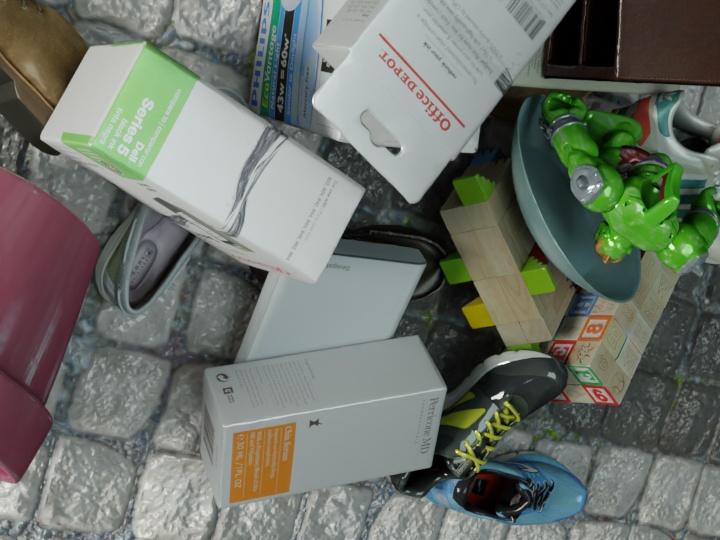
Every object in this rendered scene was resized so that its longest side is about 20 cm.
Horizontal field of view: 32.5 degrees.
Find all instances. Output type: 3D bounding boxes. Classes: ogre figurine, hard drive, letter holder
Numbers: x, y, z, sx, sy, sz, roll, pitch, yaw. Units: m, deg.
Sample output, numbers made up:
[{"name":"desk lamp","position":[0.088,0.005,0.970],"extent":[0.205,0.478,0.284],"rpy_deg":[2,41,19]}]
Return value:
[{"name":"ogre figurine","position":[0.237,-0.069,1.066],"extent":[0.097,0.121,0.201],"rpy_deg":[-26,118,27]},{"name":"hard drive","position":[-0.037,0.062,1.072],"extent":[0.130,0.027,0.202],"rpy_deg":[6,124,-28]},{"name":"letter holder","position":[0.268,-0.231,1.052],"extent":[0.197,0.100,0.145],"rpy_deg":[-2,100,-28]}]

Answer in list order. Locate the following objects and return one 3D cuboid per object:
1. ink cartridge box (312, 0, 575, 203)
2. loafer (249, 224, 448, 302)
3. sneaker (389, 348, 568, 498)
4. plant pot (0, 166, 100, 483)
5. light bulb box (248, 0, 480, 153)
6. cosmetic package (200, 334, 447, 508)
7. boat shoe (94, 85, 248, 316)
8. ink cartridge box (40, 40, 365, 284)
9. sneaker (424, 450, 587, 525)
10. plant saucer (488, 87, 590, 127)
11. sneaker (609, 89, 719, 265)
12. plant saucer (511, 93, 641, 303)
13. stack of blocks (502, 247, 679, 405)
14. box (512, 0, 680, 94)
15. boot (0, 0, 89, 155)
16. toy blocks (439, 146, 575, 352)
[{"name":"ink cartridge box","position":[0.049,-0.161,0.860],"extent":[0.116,0.068,0.201],"rpy_deg":[42,82,-28]},{"name":"loafer","position":[0.000,0.000,1.098],"extent":[0.197,0.071,0.074],"rpy_deg":[1,101,-28]},{"name":"sneaker","position":[0.108,0.148,1.137],"extent":[0.198,0.085,0.074],"rpy_deg":[-31,127,21]},{"name":"plant pot","position":[-0.287,0.027,0.897],"extent":[0.200,0.199,0.181],"rpy_deg":[40,67,-29]},{"name":"light bulb box","position":[0.008,-0.207,0.982],"extent":[0.123,0.199,0.202],"rpy_deg":[3,101,-26]},{"name":"cosmetic package","position":[-0.034,0.129,1.062],"extent":[0.197,0.072,0.103],"rpy_deg":[-9,130,-19]},{"name":"boat shoe","position":[-0.147,-0.056,1.012],"extent":[0.074,0.065,0.204],"rpy_deg":[35,84,-30]},{"name":"ink cartridge box","position":[-0.117,-0.078,0.910],"extent":[0.199,0.145,0.085],"rpy_deg":[32,82,-27]},{"name":"sneaker","position":[0.148,0.224,1.218],"extent":[0.197,0.090,0.080],"rpy_deg":[11,97,-30]},{"name":"plant saucer","position":[0.150,-0.235,1.144],"extent":[0.197,0.035,0.204],"rpy_deg":[-7,104,-27]},{"name":"sneaker","position":[0.317,-0.086,1.147],"extent":[0.200,0.093,0.071],"rpy_deg":[46,49,-18]},{"name":"plant saucer","position":[0.184,-0.058,1.109],"extent":[0.200,0.038,0.203],"rpy_deg":[34,42,-37]},{"name":"stack of blocks","position":[0.231,0.030,1.201],"extent":[0.059,0.114,0.201],"rpy_deg":[47,61,-28]},{"name":"box","position":[0.198,-0.204,1.116],"extent":[0.197,0.068,0.084],"rpy_deg":[0,101,-29]},{"name":"boot","position":[-0.271,-0.185,0.924],"extent":[0.076,0.073,0.201],"rpy_deg":[-53,127,-24]},{"name":"toy blocks","position":[0.148,-0.034,1.148],"extent":[0.202,0.099,0.137],"rpy_deg":[61,39,-24]}]
